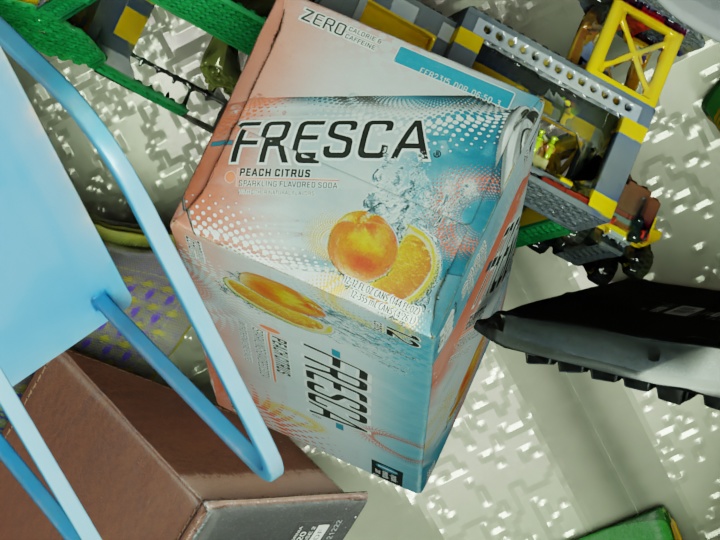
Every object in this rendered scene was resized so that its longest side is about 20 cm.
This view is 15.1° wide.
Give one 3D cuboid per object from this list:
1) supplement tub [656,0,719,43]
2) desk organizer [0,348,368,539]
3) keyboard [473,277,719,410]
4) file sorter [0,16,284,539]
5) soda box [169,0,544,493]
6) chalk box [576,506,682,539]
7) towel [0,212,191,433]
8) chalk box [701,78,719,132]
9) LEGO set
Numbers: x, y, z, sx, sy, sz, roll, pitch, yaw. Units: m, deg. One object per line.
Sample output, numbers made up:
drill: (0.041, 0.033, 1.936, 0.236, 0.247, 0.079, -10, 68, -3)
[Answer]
supplement tub: (0.125, -0.143, 0.652, 0.107, 0.200, 0.107, 17, 144, 13)
desk organizer: (-0.090, 0.121, 0.808, 0.077, 0.072, 0.200, 44, 114, 30)
keyboard: (0.098, 0.030, 0.728, 0.104, 0.200, 0.040, 8, 95, 16)
file sorter: (-0.140, 0.036, 0.644, 0.200, 0.123, 0.139, -34, 130, -12)
soda box: (0.000, 0.000, 0.695, 0.068, 0.200, 0.064, 24, 77, 6)
chalk box: (0.030, 0.181, 0.830, 0.200, 0.124, 0.125, -20, 110, 6)
towel: (-0.132, 0.055, 0.790, 0.144, 0.023, 0.200, 17, 115, -49)
chalk box: (0.209, -0.074, 0.748, 0.125, 0.124, 0.200, 36, 103, -12)
LEGO set: (0.007, -0.090, 0.731, 0.200, 0.154, 0.116, 26, 76, -8)
